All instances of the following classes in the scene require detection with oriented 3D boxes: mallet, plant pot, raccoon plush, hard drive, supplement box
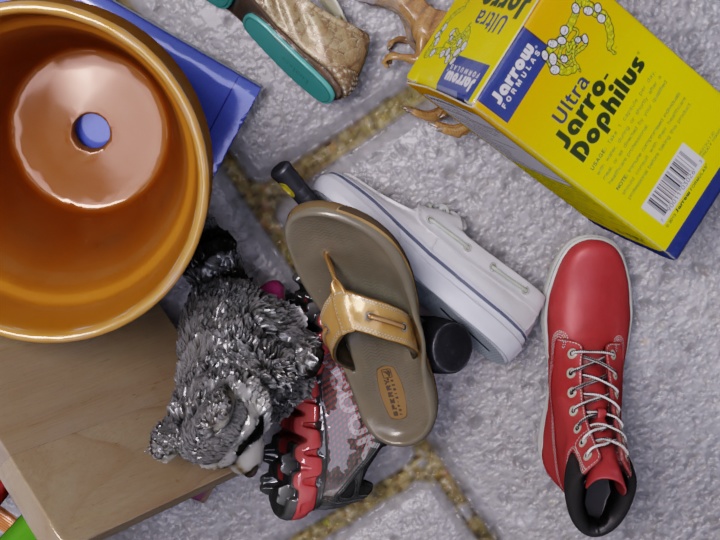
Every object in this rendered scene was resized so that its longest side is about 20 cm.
[{"bbox_3d":[0.000,0.000,0.904,0.200,0.066,0.041,47,69,-15],"label":"mallet"},{"bbox_3d":[-0.189,-0.079,0.810,0.197,0.183,0.203,-1,106,-2],"label":"plant pot"},{"bbox_3d":[-0.118,0.049,0.844,0.200,0.134,0.097,45,116,17],"label":"raccoon plush"},{"bbox_3d":[-0.189,-0.125,0.906,0.198,0.025,0.133,29,102,-9],"label":"hard drive"},{"bbox_3d":[0.150,-0.112,0.845,0.199,0.109,0.110,32,92,-28],"label":"supplement box"}]

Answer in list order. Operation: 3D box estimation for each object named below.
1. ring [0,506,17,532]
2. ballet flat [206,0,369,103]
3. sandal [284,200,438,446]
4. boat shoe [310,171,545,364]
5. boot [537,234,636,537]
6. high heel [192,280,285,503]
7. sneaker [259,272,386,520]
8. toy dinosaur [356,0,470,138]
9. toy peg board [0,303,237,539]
[{"bbox_3d":[-0.259,0.210,0.932,0.200,0.200,0.019,43,56,-11],"label":"ring"},{"bbox_3d":[-0.073,-0.203,0.879,0.200,0.070,0.066,42,74,-14],"label":"ballet flat"},{"bbox_3d":[0.004,0.044,0.861,0.079,0.054,0.202,-10,114,21],"label":"sandal"},{"bbox_3d":[0.052,-0.015,0.932,0.200,0.073,0.067,41,73,-13],"label":"boat shoe"},{"bbox_3d":[0.174,0.083,0.914,0.071,0.144,0.203,1,104,-2],"label":"boot"},{"bbox_3d":[-0.127,0.086,0.940,0.095,0.068,0.202,19,107,-18],"label":"high heel"},{"bbox_3d":[-0.017,0.089,0.949,0.097,0.071,0.204,5,94,-22],"label":"sneaker"},{"bbox_3d":[0.083,-0.149,0.893,0.198,0.060,0.107,22,102,-8],"label":"toy dinosaur"},{"bbox_3d":[-0.207,0.100,0.860,0.098,0.199,0.200,-44,75,29],"label":"toy peg board"}]
